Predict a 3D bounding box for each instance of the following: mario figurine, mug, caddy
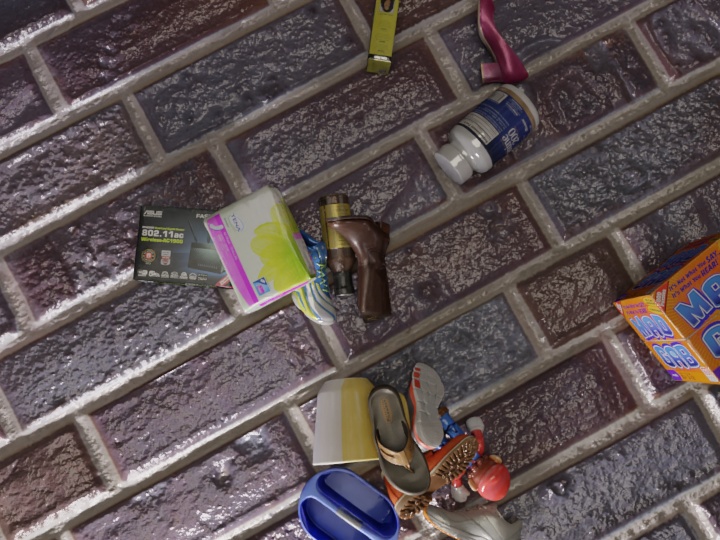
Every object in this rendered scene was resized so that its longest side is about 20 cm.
[{"bbox_3d":[0.205,0.364,1.469,0.200,0.106,0.124,44,121,14],"label":"mario figurine"},{"bbox_3d":[-0.003,0.283,1.433,0.186,0.149,0.154,-5,75,0],"label":"mug"},{"bbox_3d":[-0.022,0.460,1.425,0.200,0.105,0.142,34,84,3],"label":"caddy"}]

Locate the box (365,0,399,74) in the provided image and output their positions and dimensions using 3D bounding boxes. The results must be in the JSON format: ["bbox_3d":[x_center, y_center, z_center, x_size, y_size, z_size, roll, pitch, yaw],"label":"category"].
[{"bbox_3d":[0.049,-0.511,1.548,0.050,0.075,0.201,7,83,-2],"label":"box"}]

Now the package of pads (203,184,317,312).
[{"bbox_3d":[-0.184,-0.043,1.422,0.154,0.068,0.200,-26,87,10],"label":"package of pads"}]

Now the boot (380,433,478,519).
[{"bbox_3d":[0.124,0.356,1.408,0.200,0.075,0.107,-42,45,6],"label":"boot"}]

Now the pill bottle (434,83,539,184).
[{"bbox_3d":[0.248,-0.266,1.504,0.200,0.111,0.111,-41,86,-4],"label":"pill bottle"}]

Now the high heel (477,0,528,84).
[{"bbox_3d":[0.289,-0.482,1.545,0.096,0.067,0.201,-4,89,9],"label":"high heel"}]

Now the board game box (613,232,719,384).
[{"bbox_3d":[0.646,0.072,1.429,0.200,0.200,0.200,-38,85,-4],"label":"board game box"}]

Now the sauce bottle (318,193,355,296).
[{"bbox_3d":[-0.043,-0.049,1.502,0.064,0.065,0.201,-5,85,-1],"label":"sauce bottle"}]

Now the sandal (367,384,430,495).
[{"bbox_3d":[0.065,0.297,1.323,0.081,0.055,0.201,-15,81,-3],"label":"sandal"}]

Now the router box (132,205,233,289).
[{"bbox_3d":[-0.340,-0.045,1.497,0.199,0.062,0.150,4,83,0],"label":"router box"}]

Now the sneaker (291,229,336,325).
[{"bbox_3d":[-0.095,0.007,1.470,0.105,0.076,0.200,-41,83,36],"label":"sneaker"}]

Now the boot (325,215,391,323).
[{"bbox_3d":[0.000,0.000,1.453,0.064,0.186,0.201,-3,82,40],"label":"boot"}]

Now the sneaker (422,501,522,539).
[{"bbox_3d":[0.217,0.478,1.452,0.199,0.076,0.092,24,77,-6],"label":"sneaker"}]

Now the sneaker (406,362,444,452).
[{"bbox_3d":[0.106,0.262,1.437,0.077,0.200,0.082,30,126,-17],"label":"sneaker"}]
